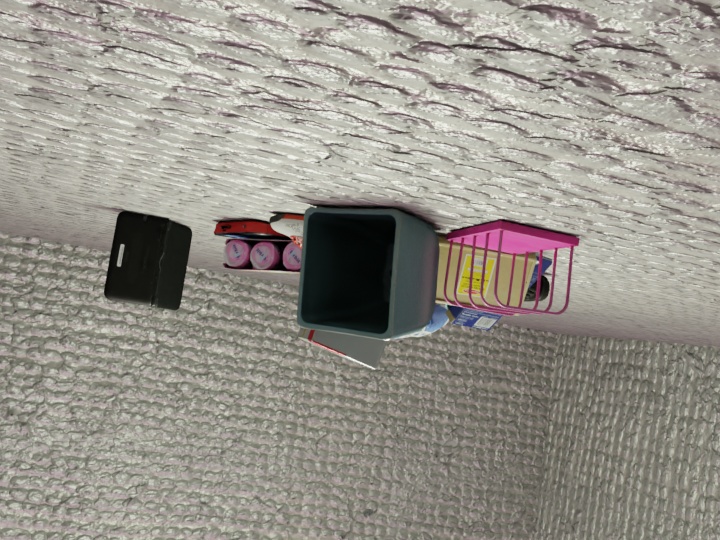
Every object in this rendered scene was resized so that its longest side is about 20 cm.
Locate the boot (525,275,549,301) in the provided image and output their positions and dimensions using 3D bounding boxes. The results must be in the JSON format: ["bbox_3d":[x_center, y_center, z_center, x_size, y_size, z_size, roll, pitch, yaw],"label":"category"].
[{"bbox_3d":[0.294,0.035,1.707,0.156,0.081,0.209,4,168,-42],"label":"boot"}]

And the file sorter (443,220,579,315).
[{"bbox_3d":[0.232,0.004,1.246,0.137,0.128,0.200,10,175,-16],"label":"file sorter"}]

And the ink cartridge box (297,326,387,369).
[{"bbox_3d":[-0.027,0.099,1.561,0.143,0.147,0.200,23,173,-12],"label":"ink cartridge box"}]

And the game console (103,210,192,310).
[{"bbox_3d":[-0.490,-0.019,1.800,0.173,0.204,0.116,10,174,-14],"label":"game console"}]

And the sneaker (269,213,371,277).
[{"bbox_3d":[-0.078,-0.038,1.414,0.198,0.110,0.067,8,175,7],"label":"sneaker"}]

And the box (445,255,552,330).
[{"bbox_3d":[0.266,0.033,1.482,0.120,0.200,0.033,13,-143,-42],"label":"box"}]

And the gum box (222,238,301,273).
[{"bbox_3d":[-0.180,-0.029,1.618,0.196,0.067,0.113,3,179,18],"label":"gum box"}]

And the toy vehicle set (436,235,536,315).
[{"bbox_3d":[0.208,0.009,1.404,0.196,0.126,0.027,10,-148,-4],"label":"toy vehicle set"}]

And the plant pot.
[{"bbox_3d":[0.034,0.003,1.298,0.194,0.200,0.199,5,-179,36],"label":"plant pot"}]

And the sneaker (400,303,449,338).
[{"bbox_3d":[0.113,0.122,1.760,0.197,0.077,0.077,-14,-175,-7],"label":"sneaker"}]

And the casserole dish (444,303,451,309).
[{"bbox_3d":[0.238,0.021,1.515,0.198,0.122,0.039,-3,-133,-39],"label":"casserole dish"}]

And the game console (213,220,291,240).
[{"bbox_3d":[-0.204,-0.075,1.666,0.175,0.032,0.199,13,174,-37],"label":"game console"}]

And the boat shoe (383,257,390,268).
[{"bbox_3d":[0.002,-0.023,1.491,0.061,0.076,0.199,-28,-150,-24],"label":"boat shoe"}]
